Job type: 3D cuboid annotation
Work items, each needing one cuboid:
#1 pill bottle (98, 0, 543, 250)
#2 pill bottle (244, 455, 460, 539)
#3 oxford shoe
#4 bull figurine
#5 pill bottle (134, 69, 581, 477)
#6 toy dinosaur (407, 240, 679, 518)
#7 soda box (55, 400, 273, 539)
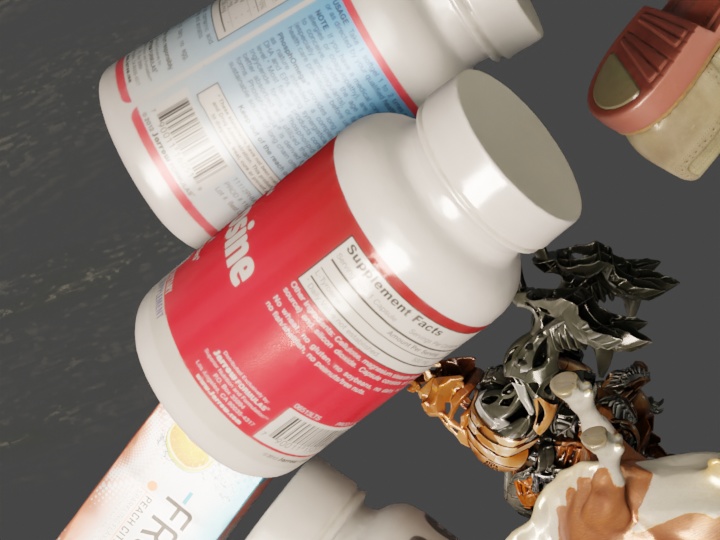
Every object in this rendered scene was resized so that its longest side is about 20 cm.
[{"bbox_3d":[-0.018,-0.099,1.086,0.200,0.109,0.109,-29,90,12],"label":"pill bottle"},{"bbox_3d":[0.029,0.187,1.106,0.200,0.113,0.113,37,101,5],"label":"pill bottle"},{"bbox_3d":[0.198,-0.132,1.078,0.200,0.070,0.075,-47,120,6],"label":"oxford shoe"},{"bbox_3d":[0.143,0.108,1.033,0.200,0.065,0.121,-4,130,15],"label":"bull figurine"},{"bbox_3d":[0.000,0.000,1.036,0.200,0.112,0.112,-38,89,24],"label":"pill bottle"},{"bbox_3d":[0.090,0.061,1.097,0.200,0.102,0.136,18,117,-14],"label":"toy dinosaur"},{"bbox_3d":[-0.111,0.137,1.151,0.068,0.064,0.200,38,102,4],"label":"soda box"}]
